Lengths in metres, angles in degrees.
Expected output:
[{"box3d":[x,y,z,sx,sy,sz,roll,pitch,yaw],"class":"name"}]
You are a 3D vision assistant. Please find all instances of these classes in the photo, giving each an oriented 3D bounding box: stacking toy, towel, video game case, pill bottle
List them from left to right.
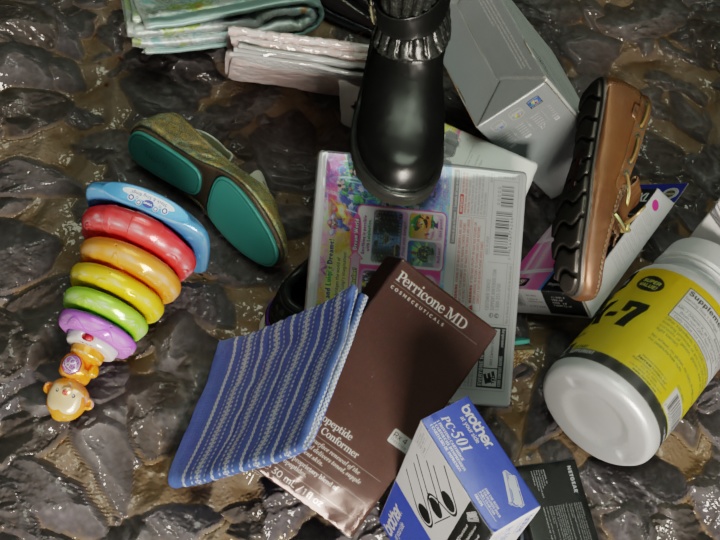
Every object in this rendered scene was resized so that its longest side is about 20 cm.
[{"box3d":[-0.216,0.035,0.970,0.115,0.110,0.201,22,68,2],"class":"stacking toy"},{"box3d":[-0.153,-0.291,1.175,0.198,0.048,0.172,-9,43,-15],"class":"towel"},{"box3d":[-0.080,0.095,0.901,0.024,0.199,0.146,36,54,-23],"class":"towel"},{"box3d":[-0.032,-0.194,1.095,0.198,0.191,0.033,7,92,-6],"class":"towel"},{"box3d":[0.045,0.008,0.959,0.180,0.024,0.202,5,87,-8],"class":"video game case"},{"box3d":[0.261,0.067,1.012,0.114,0.115,0.200,39,60,15],"class":"pill bottle"}]

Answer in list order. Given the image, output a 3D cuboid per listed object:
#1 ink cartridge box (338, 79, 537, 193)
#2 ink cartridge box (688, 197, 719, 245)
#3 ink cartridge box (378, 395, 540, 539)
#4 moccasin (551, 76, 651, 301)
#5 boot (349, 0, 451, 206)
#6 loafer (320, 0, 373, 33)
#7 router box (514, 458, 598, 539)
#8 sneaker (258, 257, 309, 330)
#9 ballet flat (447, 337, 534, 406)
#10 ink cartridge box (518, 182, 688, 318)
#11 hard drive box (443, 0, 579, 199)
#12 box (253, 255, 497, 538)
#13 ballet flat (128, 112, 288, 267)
[{"box3d":[0.057,-0.094,1.069,0.199,0.115,0.068,25,77,7],"class":"ink cartridge box"},{"box3d":[0.396,-0.051,1.056,0.145,0.201,0.085,-25,65,-22],"class":"ink cartridge box"},{"box3d":[0.068,0.183,0.855,0.044,0.201,0.094,-23,65,-21],"class":"ink cartridge box"},{"box3d":[0.218,-0.068,1.002,0.077,0.074,0.203,19,68,-13],"class":"moccasin"},{"box3d":[0.039,-0.176,0.909,0.079,0.158,0.213,4,63,-6],"class":"boot"},{"box3d":[0.044,-0.280,1.220,0.198,0.063,0.072,18,57,2],"class":"loafer"},{"box3d":[0.141,0.264,0.843,0.052,0.158,0.202,-5,60,-12],"class":"router box"},{"box3d":[0.000,0.001,1.015,0.200,0.100,0.070,-36,72,-26],"class":"sneaker"},{"box3d":[0.057,0.092,1.002,0.198,0.071,0.066,0,86,-7],"class":"ballet flat"},{"box3d":[0.225,-0.032,1.084,0.094,0.037,0.200,3,40,48],"class":"ink cartridge box"},{"box3d":[0.151,-0.179,1.094,0.076,0.200,0.157,-32,60,18],"class":"hard drive box"},{"box3d":[0.008,0.098,0.903,0.100,0.075,0.201,36,86,-8],"class":"box"},{"box3d":[-0.130,-0.083,1.071,0.199,0.071,0.071,38,60,14],"class":"ballet flat"}]
